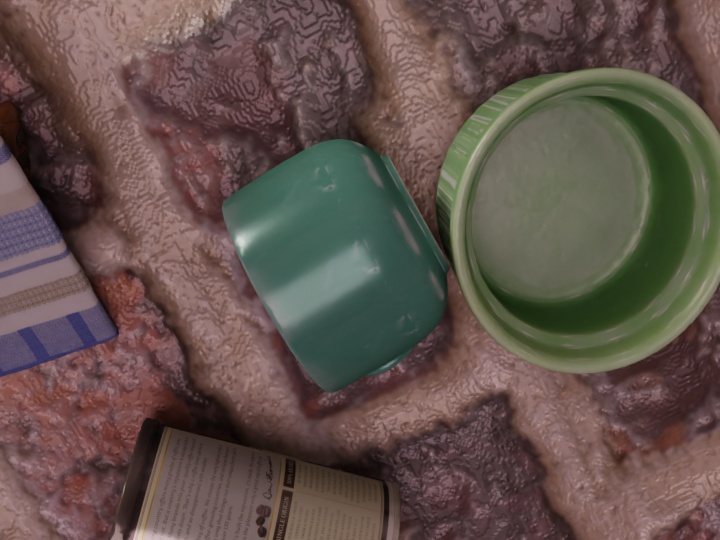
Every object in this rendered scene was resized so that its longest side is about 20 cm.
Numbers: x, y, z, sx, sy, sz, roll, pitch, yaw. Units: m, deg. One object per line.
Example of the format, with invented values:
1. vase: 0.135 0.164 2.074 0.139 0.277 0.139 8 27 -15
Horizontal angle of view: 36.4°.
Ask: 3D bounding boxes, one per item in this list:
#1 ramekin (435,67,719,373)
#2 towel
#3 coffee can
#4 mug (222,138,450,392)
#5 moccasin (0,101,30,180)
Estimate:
1. ramekin: 0.146 -0.041 0.754 0.196 0.098 0.204 -3 105 -9
2. towel: -0.274 -0.001 0.769 0.145 0.024 0.202 -17 133 3
3. coffee can: -0.083 0.206 0.814 0.197 0.147 0.149 15 107 -6
4. mug: -0.006 -0.009 0.758 0.113 0.185 0.154 -30 83 5
5. moccasin: -0.332 -0.079 0.756 0.198 0.074 0.079 -9 96 5
